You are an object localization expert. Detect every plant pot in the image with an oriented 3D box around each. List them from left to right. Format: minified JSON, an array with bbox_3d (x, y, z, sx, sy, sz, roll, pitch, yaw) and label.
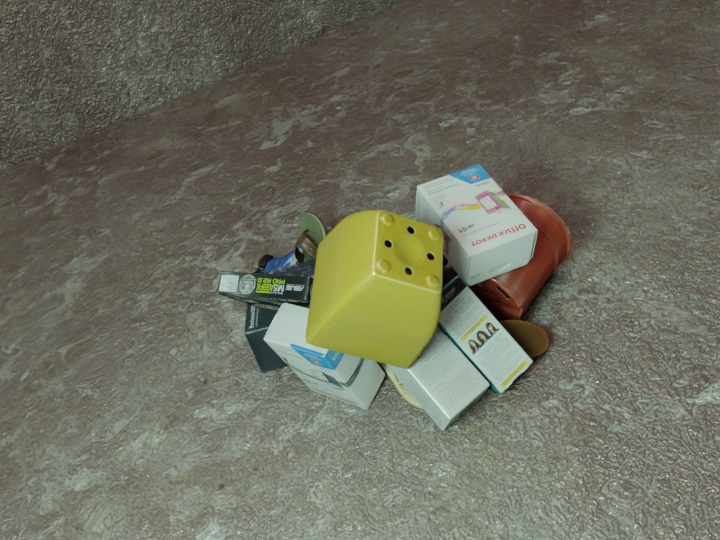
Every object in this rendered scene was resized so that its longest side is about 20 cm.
[{"bbox_3d":[0.039,0.015,1.063,0.191,0.200,0.199,15,59,-15],"label":"plant pot"},{"bbox_3d":[0.289,-0.009,1.315,0.198,0.202,0.196,13,53,36],"label":"plant pot"}]

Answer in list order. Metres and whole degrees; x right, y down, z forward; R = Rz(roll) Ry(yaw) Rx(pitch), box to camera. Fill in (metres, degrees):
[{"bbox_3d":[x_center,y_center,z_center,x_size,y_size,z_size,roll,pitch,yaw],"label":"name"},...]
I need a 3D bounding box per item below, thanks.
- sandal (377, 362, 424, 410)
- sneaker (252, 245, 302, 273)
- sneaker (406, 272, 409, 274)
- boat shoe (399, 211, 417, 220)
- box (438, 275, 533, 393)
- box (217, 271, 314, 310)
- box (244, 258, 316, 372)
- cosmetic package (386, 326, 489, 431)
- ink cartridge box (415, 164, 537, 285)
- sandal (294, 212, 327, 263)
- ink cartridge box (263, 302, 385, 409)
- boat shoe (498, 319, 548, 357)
[{"bbox_3d":[0.087,0.181,1.239,0.077,0.071,0.211,-32,38,-19],"label":"sandal"},{"bbox_3d":[-0.187,-0.023,1.626,0.110,0.077,0.201,18,55,28],"label":"sneaker"},{"bbox_3d":[0.038,0.028,1.442,0.198,0.076,0.105,-1,43,50],"label":"sneaker"},{"bbox_3d":[0.081,-0.093,1.562,0.197,0.073,0.066,-27,30,-14],"label":"boat shoe"},{"bbox_3d":[0.205,0.113,1.171,0.082,0.201,0.049,-41,-3,-7],"label":"box"},{"bbox_3d":[-0.145,0.045,1.255,0.196,0.160,0.045,3,77,25],"label":"box"},{"bbox_3d":[-0.135,0.089,1.422,0.196,0.119,0.198,-16,35,5],"label":"box"},{"bbox_3d":[0.119,0.166,1.167,0.101,0.072,0.201,-33,69,-22],"label":"cosmetic package"},{"bbox_3d":[0.208,-0.087,1.216,0.142,0.085,0.201,-20,53,-15],"label":"ink cartridge box"},{"bbox_3d":[-0.121,-0.037,1.541,0.079,0.057,0.205,-8,76,35],"label":"sandal"},{"bbox_3d":[-0.062,0.158,1.214,0.144,0.201,0.087,11,58,35],"label":"ink cartridge box"},{"bbox_3d":[0.245,0.128,1.231,0.196,0.070,0.072,3,80,-1],"label":"boat shoe"}]
